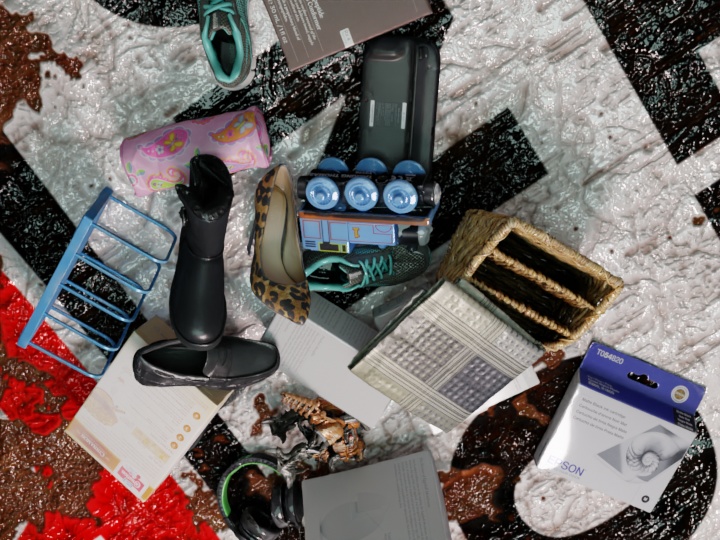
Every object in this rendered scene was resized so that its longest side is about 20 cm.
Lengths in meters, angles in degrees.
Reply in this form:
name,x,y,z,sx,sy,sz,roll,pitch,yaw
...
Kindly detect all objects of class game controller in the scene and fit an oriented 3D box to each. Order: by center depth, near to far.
name,x,y,z,sx,sy,sz,roll,pitch,yaw
game controller,0.049,-0.207,1.418,0.102,0.042,0.204,8,108,13

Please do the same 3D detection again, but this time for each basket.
name,x,y,z,sx,sy,sz,roll,pitch,yaw
basket,0.212,0.026,1.399,0.198,0.149,0.145,29,87,-21

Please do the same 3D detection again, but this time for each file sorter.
name,x,y,z,sx,sy,sz,roll,pitch,yaw
file sorter,-0.347,0.020,1.431,0.121,0.139,0.202,30,106,-11

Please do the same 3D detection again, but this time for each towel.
name,x,y,z,sx,sy,sz,roll,pitch,yaw
towel,0.111,0.109,1.395,0.199,0.035,0.192,35,116,-28

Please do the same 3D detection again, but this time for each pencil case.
name,x,y,z,sx,sy,sz,roll,pitch,yaw
pencil case,-0.216,-0.154,1.406,0.196,0.088,0.089,-14,108,4

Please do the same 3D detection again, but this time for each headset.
name,x,y,z,sx,sy,sz,roll,pitch,yaw
headset,-0.129,0.366,1.568,0.123,0.094,0.201,-37,93,12

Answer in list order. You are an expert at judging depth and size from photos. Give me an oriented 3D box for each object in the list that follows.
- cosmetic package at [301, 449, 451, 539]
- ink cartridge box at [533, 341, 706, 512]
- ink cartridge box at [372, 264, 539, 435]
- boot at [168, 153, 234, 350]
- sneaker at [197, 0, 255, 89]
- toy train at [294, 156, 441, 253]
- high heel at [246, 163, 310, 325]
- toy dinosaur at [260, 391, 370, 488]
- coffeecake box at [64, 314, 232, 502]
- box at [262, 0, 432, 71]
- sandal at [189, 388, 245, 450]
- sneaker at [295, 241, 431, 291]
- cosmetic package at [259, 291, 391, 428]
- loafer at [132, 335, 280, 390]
name,x,y,z,sx,sy,sz,roll,pitch,yaw
cosmetic package,0.030,0.385,1.507,0.196,0.201,0.124,-15,127,5
ink cartridge box,0.380,0.230,1.554,0.196,0.041,0.203,21,107,-7
ink cartridge box,0.135,0.107,1.512,0.171,0.044,0.202,-26,106,5
boot,-0.201,-0.024,1.350,0.075,0.204,0.169,3,150,-10
sneaker,-0.171,-0.323,1.338,0.076,0.091,0.204,-10,108,2
toy train,0.010,-0.082,1.406,0.196,0.087,0.116,4,122,15
high heel,-0.097,-0.036,1.378,0.070,0.201,0.144,1,126,-28
toy dinosaur,-0.063,0.221,1.511,0.134,0.103,0.202,-24,118,12
coffeecake box,-0.294,0.193,1.492,0.153,0.073,0.201,40,112,2
box,-0.016,-0.337,1.353,0.197,0.075,0.102,-22,107,5
sandal,-0.220,0.175,1.534,0.075,0.048,0.201,39,118,-3
sneaker,0.000,0.000,1.451,0.196,0.091,0.079,-7,109,2
cosmetic package,-0.036,0.115,1.476,0.198,0.074,0.102,32,120,-3
loafer,-0.198,0.119,1.402,0.196,0.070,0.069,-1,70,-18
